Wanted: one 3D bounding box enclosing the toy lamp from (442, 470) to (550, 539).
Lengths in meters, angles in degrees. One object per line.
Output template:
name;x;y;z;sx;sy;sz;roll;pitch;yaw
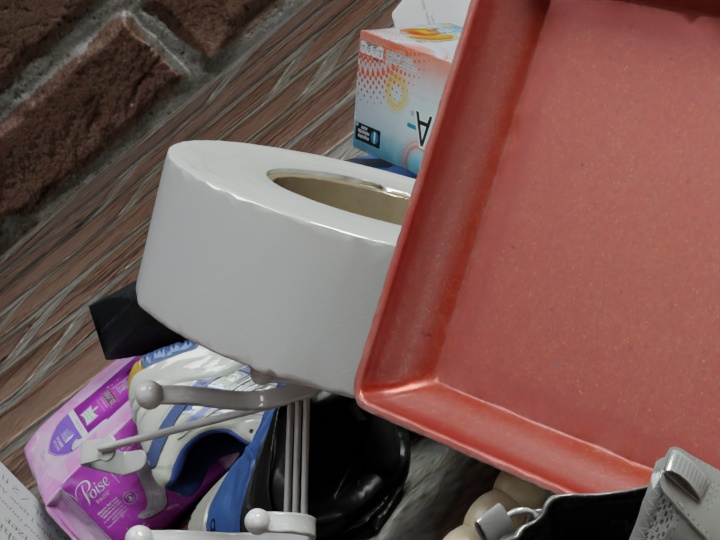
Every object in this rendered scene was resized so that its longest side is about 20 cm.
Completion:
toy lamp;0.072;0.074;0.732;0.200;0.058;0.058;-49;14;-21

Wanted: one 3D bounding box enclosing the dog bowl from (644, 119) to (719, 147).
dog bowl;0.192;-0.108;0.740;0.200;0.079;0.200;-23;43;24

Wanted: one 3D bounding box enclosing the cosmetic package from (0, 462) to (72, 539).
cosmetic package;-0.277;0.208;1.104;0.165;0.165;0.200;-40;14;9

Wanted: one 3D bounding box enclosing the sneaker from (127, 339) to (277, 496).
sneaker;-0.037;0.070;1.077;0.200;0.075;0.088;-23;62;16

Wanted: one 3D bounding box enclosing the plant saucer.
plant saucer;0.101;-0.016;0.674;0.200;0.037;0.200;20;93;45

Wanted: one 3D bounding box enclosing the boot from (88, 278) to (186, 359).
boot;-0.071;0.014;1.178;0.164;0.066;0.200;-1;-14;-21

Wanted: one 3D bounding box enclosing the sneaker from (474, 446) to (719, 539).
sneaker;0.058;0.107;0.604;0.200;0.082;0.075;-33;16;37

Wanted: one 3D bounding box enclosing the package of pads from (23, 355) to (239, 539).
package of pads;-0.153;0.117;1.226;0.120;0.076;0.200;-44;13;-7

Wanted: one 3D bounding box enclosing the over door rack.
over door rack;-0.091;0.133;0.861;0.200;0.066;0.148;-26;57;51

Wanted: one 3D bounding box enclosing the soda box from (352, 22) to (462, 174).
soda box;0.078;-0.071;0.934;0.063;0.069;0.200;-9;23;-34

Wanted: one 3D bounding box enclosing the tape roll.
tape roll;0.000;0.000;0.863;0.202;0.202;0.071;-113;36;-77

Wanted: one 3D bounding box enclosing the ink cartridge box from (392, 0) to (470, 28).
ink cartridge box;0.129;-0.161;1.028;0.144;0.084;0.200;-1;-26;-31

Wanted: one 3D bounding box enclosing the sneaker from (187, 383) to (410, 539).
sneaker;-0.005;0.067;0.936;0.111;0.077;0.200;-33;18;52

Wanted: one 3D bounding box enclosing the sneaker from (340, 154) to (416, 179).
sneaker;0.039;-0.040;1.028;0.200;0.066;0.078;-15;2;-18
